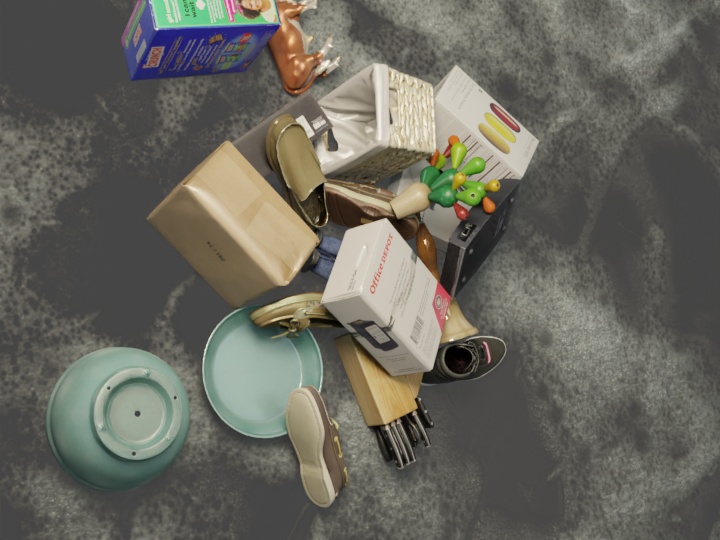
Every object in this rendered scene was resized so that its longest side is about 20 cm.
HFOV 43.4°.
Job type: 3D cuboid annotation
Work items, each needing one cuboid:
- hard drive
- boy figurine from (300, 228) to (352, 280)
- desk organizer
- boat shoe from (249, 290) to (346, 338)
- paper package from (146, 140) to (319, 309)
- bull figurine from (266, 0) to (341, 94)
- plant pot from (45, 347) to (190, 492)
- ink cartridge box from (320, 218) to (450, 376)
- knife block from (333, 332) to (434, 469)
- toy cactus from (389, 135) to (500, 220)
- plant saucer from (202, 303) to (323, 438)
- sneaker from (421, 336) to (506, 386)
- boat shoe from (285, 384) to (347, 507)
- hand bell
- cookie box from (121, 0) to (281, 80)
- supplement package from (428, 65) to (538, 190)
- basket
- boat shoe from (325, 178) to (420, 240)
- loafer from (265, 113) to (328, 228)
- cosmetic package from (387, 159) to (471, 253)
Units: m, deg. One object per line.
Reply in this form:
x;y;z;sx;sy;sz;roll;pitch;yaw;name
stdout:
0.196;-0.059;1.493;0.042;0.136;0.200;28;51;18;hard drive
0.000;0.000;1.487;0.197;0.064;0.126;19;69;-20;boy figurine
-0.146;-0.199;1.443;0.200;0.077;0.072;-40;99;-29;desk organizer
-0.072;0.069;1.384;0.197;0.073;0.064;-8;81;-27;boat shoe
-0.189;-0.058;1.324;0.200;0.190;0.104;47;58;-12;paper package
-0.117;-0.398;1.500;0.120;0.065;0.203;-23;99;3;bull figurine
-0.317;0.198;1.233;0.197;0.134;0.204;7;75;-27;plant pot
0.043;0.043;1.388;0.200;0.083;0.146;48;46;-34;ink cartridge box
0.031;0.213;1.456;0.198;0.064;0.178;27;67;-21;knife block
0.126;-0.128;1.434;0.163;0.201;0.103;-27;129;1;toy cactus
-0.153;0.154;1.386;0.197;0.036;0.204;7;76;-28;plant saucer
0.190;0.150;1.535;0.197;0.099;0.072;-11;82;-31;sneaker
-0.062;0.258;1.369;0.059;0.071;0.203;-32;118;-45;boat shoe
0.126;0.019;1.522;0.103;0.104;0.203;-12;87;-29;hand bell
-0.245;-0.363;1.373;0.197;0.171;0.076;-12;82;-30;cookie box
0.191;-0.229;1.561;0.199;0.109;0.114;39;48;-9;supplement package
0.022;-0.231;1.476;0.122;0.199;0.138;5;77;-33;basket
0.004;-0.113;1.495;0.200;0.075;0.075;21;50;1;boat shoe
-0.088;-0.149;1.397;0.076;0.067;0.202;-41;134;-28;loafer
0.143;-0.121;1.598;0.198;0.052;0.153;23;72;-22;cosmetic package
